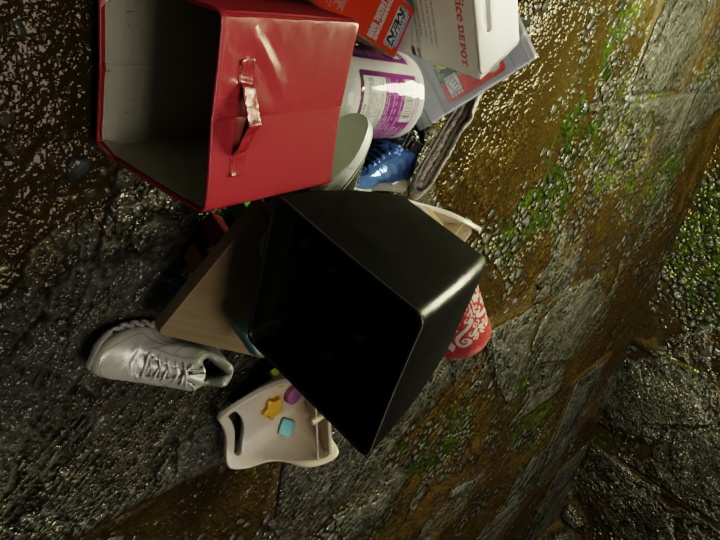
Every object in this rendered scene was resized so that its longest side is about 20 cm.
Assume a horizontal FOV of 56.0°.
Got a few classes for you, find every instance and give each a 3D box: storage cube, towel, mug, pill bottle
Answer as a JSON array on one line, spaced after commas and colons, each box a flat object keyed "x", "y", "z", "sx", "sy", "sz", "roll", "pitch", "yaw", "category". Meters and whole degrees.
[{"x": -0.130, "y": -0.179, "z": 0.660, "sx": 0.179, "sy": 0.198, "sz": 0.174, "roll": -21, "pitch": 131, "yaw": -49, "category": "storage cube"}, {"x": 0.132, "y": -0.199, "z": 1.033, "sx": 0.202, "sy": 0.034, "sz": 0.133, "roll": -60, "pitch": 179, "yaw": 1, "category": "towel"}, {"x": 0.164, "y": 0.039, "z": 1.287, "sx": 0.131, "sy": 0.179, "sz": 0.201, "roll": -17, "pitch": 135, "yaw": 5, "category": "mug"}, {"x": -0.018, "y": -0.221, "z": 0.839, "sx": 0.198, "sy": 0.112, "sz": 0.114, "roll": -12, "pitch": 125, "yaw": -47, "category": "pill bottle"}]

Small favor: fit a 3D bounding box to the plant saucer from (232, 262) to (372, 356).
[{"x": -0.059, "y": 0.037, "z": 0.832, "sx": 0.198, "sy": 0.019, "sz": 0.070, "roll": -32, "pitch": 144, "yaw": -9, "category": "plant saucer"}]

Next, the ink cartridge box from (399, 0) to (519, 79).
[{"x": 0.086, "y": -0.336, "z": 0.804, "sx": 0.084, "sy": 0.199, "sz": 0.147, "roll": -43, "pitch": 143, "yaw": -20, "category": "ink cartridge box"}]

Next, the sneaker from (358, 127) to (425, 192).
[{"x": 0.023, "y": -0.167, "z": 0.957, "sx": 0.199, "sy": 0.076, "sz": 0.113, "roll": -12, "pitch": 132, "yaw": -52, "category": "sneaker"}]

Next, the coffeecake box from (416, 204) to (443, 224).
[{"x": 0.019, "y": -0.003, "z": 1.023, "sx": 0.151, "sy": 0.073, "sz": 0.203, "roll": 8, "pitch": 113, "yaw": -18, "category": "coffeecake box"}]

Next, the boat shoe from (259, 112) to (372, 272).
[{"x": -0.043, "y": -0.085, "z": 0.779, "sx": 0.202, "sy": 0.070, "sz": 0.064, "roll": -58, "pitch": 143, "yaw": -2, "category": "boat shoe"}]

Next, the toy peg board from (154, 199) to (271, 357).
[{"x": -0.147, "y": -0.005, "z": 0.879, "sx": 0.200, "sy": 0.098, "sz": 0.199, "roll": -48, "pitch": 146, "yaw": 12, "category": "toy peg board"}]

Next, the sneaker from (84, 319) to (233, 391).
[{"x": -0.241, "y": 0.112, "z": 0.840, "sx": 0.199, "sy": 0.081, "sz": 0.076, "roll": 10, "pitch": 110, "yaw": -52, "category": "sneaker"}]

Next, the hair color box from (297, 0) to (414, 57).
[{"x": -0.041, "y": -0.312, "z": 0.742, "sx": 0.199, "sy": 0.110, "sz": 0.065, "roll": 9, "pitch": 110, "yaw": -53, "category": "hair color box"}]

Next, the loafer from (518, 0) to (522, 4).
[{"x": 0.185, "y": -0.385, "z": 1.009, "sx": 0.201, "sy": 0.063, "sz": 0.072, "roll": -49, "pitch": 147, "yaw": -10, "category": "loafer"}]

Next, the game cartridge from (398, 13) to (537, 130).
[{"x": 0.134, "y": -0.304, "z": 0.936, "sx": 0.198, "sy": 0.041, "sz": 0.134, "roll": -32, "pitch": 101, "yaw": -1, "category": "game cartridge"}]

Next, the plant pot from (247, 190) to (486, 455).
[{"x": 0.017, "y": 0.029, "z": 0.727, "sx": 0.176, "sy": 0.199, "sz": 0.202, "roll": -27, "pitch": 146, "yaw": -43, "category": "plant pot"}]

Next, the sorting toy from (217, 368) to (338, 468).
[{"x": -0.132, "y": 0.224, "z": 1.045, "sx": 0.178, "sy": 0.107, "sz": 0.203, "roll": -21, "pitch": 130, "yaw": -29, "category": "sorting toy"}]

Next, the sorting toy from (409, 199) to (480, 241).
[{"x": 0.061, "y": -0.042, "z": 1.095, "sx": 0.179, "sy": 0.107, "sz": 0.201, "roll": 23, "pitch": 109, "yaw": -41, "category": "sorting toy"}]
